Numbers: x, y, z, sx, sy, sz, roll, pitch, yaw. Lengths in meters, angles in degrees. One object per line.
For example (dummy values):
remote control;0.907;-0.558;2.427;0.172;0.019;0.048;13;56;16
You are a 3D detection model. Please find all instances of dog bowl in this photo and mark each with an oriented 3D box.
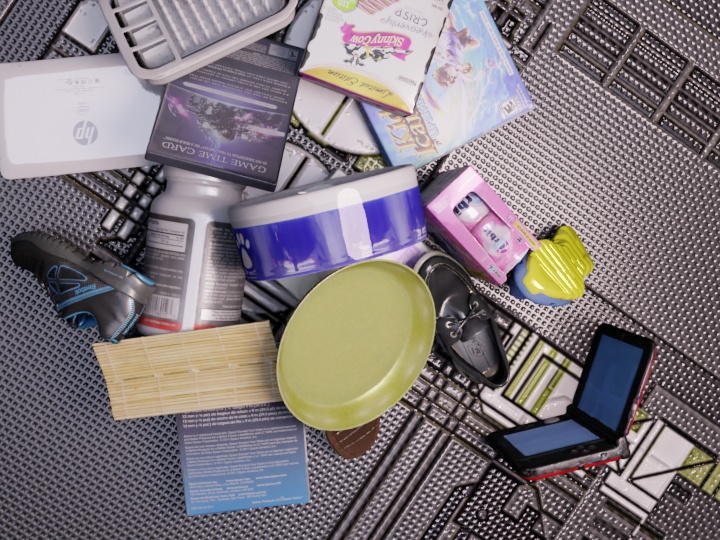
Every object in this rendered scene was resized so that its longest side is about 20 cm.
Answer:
dog bowl;-0.033;-0.051;1.279;0.199;0.200;0.079;-14;96;-5

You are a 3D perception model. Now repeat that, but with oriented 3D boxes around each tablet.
tablet;-0.314;-0.177;1.391;0.199;0.014;0.131;-6;95;-5

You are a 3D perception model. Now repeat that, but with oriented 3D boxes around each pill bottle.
pill bottle;-0.181;-0.023;1.364;0.115;0.116;0.201;8;93;-7

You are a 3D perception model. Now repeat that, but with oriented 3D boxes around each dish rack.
dish rack;-0.176;-0.289;1.351;0.199;0.044;0.172;-27;57;-4

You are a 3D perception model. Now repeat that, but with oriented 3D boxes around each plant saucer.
plant saucer;-0.009;0.076;1.315;0.199;0.031;0.201;-15;119;-28

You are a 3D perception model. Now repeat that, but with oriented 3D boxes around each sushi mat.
sushi mat;-0.182;0.108;1.318;0.199;0.012;0.096;-7;109;7

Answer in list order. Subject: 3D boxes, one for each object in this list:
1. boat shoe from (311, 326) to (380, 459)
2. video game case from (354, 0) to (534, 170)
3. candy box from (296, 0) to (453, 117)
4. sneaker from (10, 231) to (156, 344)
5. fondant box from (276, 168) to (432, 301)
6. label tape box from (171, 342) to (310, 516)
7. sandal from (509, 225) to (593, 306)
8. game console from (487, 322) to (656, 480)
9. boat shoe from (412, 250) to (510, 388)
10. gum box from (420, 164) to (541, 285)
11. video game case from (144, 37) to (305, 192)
boat shoe;-0.029;0.124;1.401;0.074;0.075;0.203;-24;128;-16
video game case;0.076;-0.234;1.413;0.181;0.045;0.201;-28;97;-3
candy box;0.025;-0.286;1.351;0.136;0.061;0.201;19;91;-6
sneaker;-0.317;0.015;1.330;0.199;0.073;0.082;19;80;33
fondant box;0.000;0.000;1.415;0.200;0.058;0.144;41;89;-8
label tape box;-0.135;0.169;1.387;0.143;0.066;0.201;-5;107;-5
sandal;0.205;0.008;1.384;0.087;0.200;0.080;-33;85;21
game console;0.231;0.143;1.378;0.172;0.200;0.119;-13;94;-5
boat shoe;0.119;0.063;1.383;0.074;0.066;0.200;-33;127;-13
gum box;0.121;-0.050;1.351;0.066;0.200;0.114;-44;95;-2
video game case;-0.145;-0.185;1.349;0.142;0.019;0.201;14;57;-7
